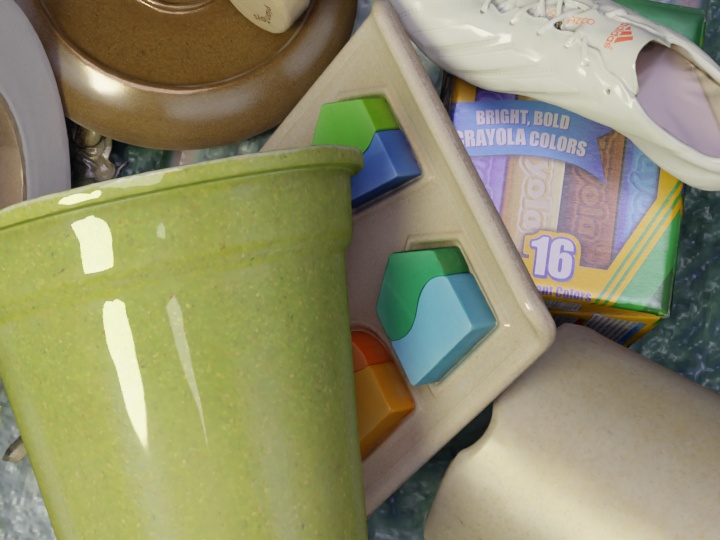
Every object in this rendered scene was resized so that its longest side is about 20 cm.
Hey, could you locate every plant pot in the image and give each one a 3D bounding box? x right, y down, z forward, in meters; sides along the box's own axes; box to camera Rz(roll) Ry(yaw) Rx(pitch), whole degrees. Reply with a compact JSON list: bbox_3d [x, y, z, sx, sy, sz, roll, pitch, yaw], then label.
[{"bbox_3d":[-0.076,0.057,1.005,0.199,0.200,0.186,-12,86,-5],"label":"plant pot"},{"bbox_3d":[0.140,0.127,1.091,0.183,0.201,0.201,35,80,15],"label":"plant pot"},{"bbox_3d":[-0.097,-0.160,1.178,0.198,0.028,0.202,4,69,-9],"label":"plant pot"}]

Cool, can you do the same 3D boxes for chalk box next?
[{"bbox_3d":[0.101,-0.073,1.145,0.123,0.124,0.202,10,81,-1],"label":"chalk box"}]

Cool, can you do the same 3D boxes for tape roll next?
[{"bbox_3d":[-0.198,-0.039,1.064,0.037,0.203,0.204,1,79,21],"label":"tape roll"}]

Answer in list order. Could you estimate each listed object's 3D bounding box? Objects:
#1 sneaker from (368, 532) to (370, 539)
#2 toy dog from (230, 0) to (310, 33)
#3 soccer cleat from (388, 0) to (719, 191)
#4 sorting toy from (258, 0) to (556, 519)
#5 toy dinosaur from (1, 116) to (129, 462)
[{"bbox_3d":[-0.006,0.221,1.089,0.093,0.070,0.201,-21,84,-50],"label":"sneaker"},{"bbox_3d":[-0.070,-0.211,1.136,0.199,0.096,0.133,22,66,-1],"label":"toy dog"},{"bbox_3d":[0.104,-0.102,1.048,0.199,0.078,0.070,28,80,3],"label":"soccer cleat"},{"bbox_3d":[0.000,0.000,1.080,0.036,0.200,0.186,-10,64,-35],"label":"sorting toy"},{"bbox_3d":[-0.125,0.004,1.159,0.087,0.047,0.202,5,78,15],"label":"toy dinosaur"}]
